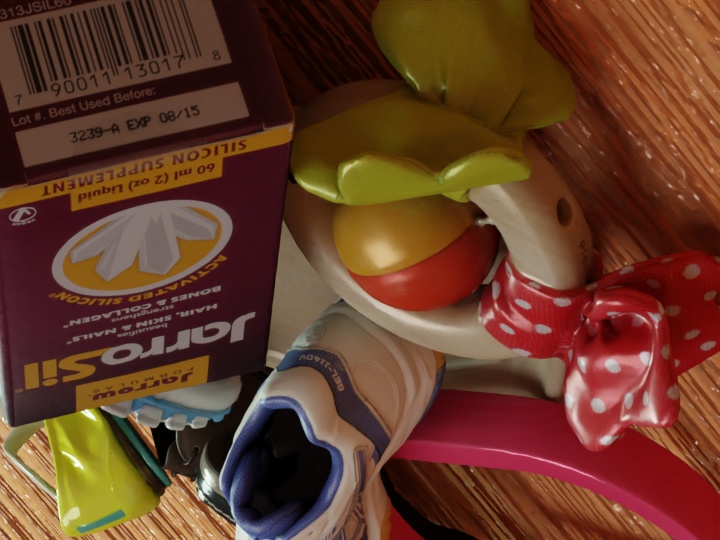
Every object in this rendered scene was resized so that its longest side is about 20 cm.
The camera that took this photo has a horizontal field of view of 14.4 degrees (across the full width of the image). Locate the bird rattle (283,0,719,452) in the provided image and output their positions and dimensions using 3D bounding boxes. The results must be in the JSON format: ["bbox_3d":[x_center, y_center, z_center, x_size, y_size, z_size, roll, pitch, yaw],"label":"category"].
[{"bbox_3d":[0.045,-0.019,1.070,0.163,0.113,0.200,-2,141,44],"label":"bird rattle"}]

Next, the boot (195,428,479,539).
[{"bbox_3d":[-0.014,0.177,1.383,0.199,0.073,0.151,27,119,-9],"label":"boot"}]

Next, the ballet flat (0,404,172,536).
[{"bbox_3d":[-0.160,0.065,1.468,0.067,0.067,0.200,52,-177,-44],"label":"ballet flat"}]

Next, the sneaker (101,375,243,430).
[{"bbox_3d":[-0.127,0.001,1.223,0.199,0.087,0.075,27,-174,-27],"label":"sneaker"}]

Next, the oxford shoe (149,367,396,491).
[{"bbox_3d":[-0.060,0.086,1.416,0.200,0.084,0.073,43,153,-2],"label":"oxford shoe"}]

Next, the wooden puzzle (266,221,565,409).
[{"bbox_3d":[0.000,0.000,1.205,0.199,0.037,0.185,22,151,11],"label":"wooden puzzle"}]

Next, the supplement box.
[{"bbox_3d":[-0.091,-0.029,1.050,0.200,0.110,0.086,99,155,-63],"label":"supplement box"}]

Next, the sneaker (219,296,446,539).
[{"bbox_3d":[-0.031,0.092,1.199,0.075,0.088,0.201,35,137,20],"label":"sneaker"}]

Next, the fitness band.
[{"bbox_3d":[0.071,0.105,1.245,0.199,0.038,0.144,2,140,38],"label":"fitness band"}]
